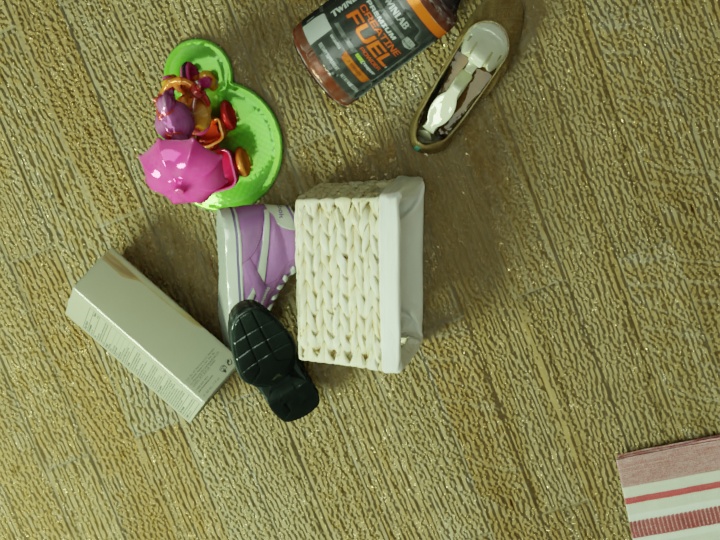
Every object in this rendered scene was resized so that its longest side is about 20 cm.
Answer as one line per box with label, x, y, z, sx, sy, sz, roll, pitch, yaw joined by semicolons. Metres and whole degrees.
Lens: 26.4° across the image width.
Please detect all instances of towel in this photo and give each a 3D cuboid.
towel;0.380;0.292;1.756;0.142;0.023;0.203;-11;101;10

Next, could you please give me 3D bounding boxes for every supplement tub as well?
supplement tub;0.030;-0.275;1.656;0.199;0.107;0.107;-36;94;15

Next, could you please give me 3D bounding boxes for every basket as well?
basket;0.000;0.000;1.706;0.122;0.136;0.203;3;102;13

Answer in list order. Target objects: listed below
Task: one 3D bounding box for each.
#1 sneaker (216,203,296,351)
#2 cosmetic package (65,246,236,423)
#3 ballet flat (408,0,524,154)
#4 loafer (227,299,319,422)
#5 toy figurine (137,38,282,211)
sneaker;-0.105;0.019;1.760;0.113;0.073;0.203;-7;122;-17
cosmetic package;-0.241;0.076;1.769;0.200;0.105;0.071;42;66;-1
ballet flat;0.114;-0.211;1.671;0.068;0.072;0.201;36;105;1
loafer;-0.108;0.091;1.720;0.072;0.073;0.201;-26;140;-5
toy figurine;-0.182;-0.150;1.679;0.148;0.184;0.202;-13;98;12
